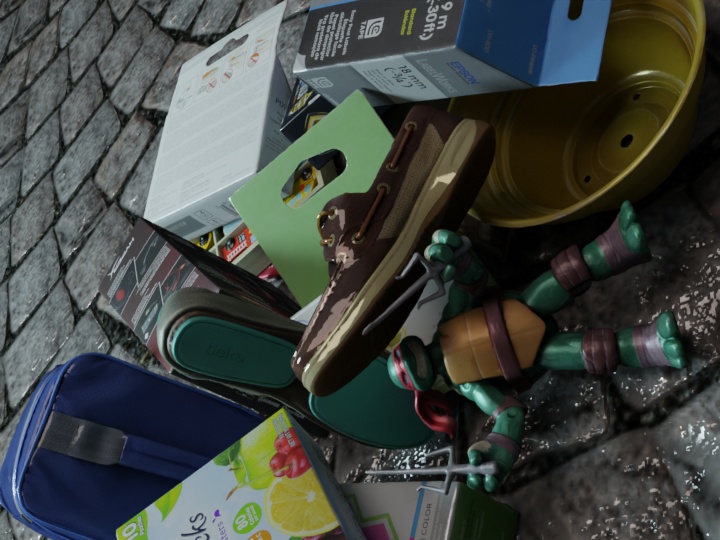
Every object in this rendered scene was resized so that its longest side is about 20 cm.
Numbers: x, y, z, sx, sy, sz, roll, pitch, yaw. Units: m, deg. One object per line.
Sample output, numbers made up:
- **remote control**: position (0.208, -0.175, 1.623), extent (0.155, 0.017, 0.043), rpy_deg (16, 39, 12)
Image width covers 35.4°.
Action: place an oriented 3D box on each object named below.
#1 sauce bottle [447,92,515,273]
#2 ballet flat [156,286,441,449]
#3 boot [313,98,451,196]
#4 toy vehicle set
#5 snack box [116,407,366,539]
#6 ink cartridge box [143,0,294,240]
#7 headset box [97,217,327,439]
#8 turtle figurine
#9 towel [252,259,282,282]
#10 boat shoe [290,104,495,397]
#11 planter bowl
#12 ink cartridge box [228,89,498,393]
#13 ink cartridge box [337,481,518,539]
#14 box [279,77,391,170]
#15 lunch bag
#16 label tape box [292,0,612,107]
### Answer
- **sauce bottle**: position (0.092, -0.096, 0.826), extent (0.065, 0.065, 0.200), rpy_deg (-15, 53, 45)
- **ballet flat**: position (-0.038, 0.059, 0.740), extent (0.067, 0.200, 0.064), rpy_deg (-63, 20, 12)
- **boot**: position (0.039, -0.047, 0.872), extent (0.200, 0.068, 0.131), rpy_deg (-50, 49, 12)
- **toy vehicle set**: position (-0.104, -0.052, 1.030), extent (0.200, 0.027, 0.124), rpy_deg (-40, 42, 23)
- **snack box**: position (-0.063, 0.193, 0.678), extent (0.142, 0.053, 0.200), rpy_deg (-37, 35, 1)
- **ink cartridge box**: position (-0.121, -0.135, 1.047), extent (0.160, 0.047, 0.200), rpy_deg (-21, 49, 39)
- **headset box**: position (-0.100, 0.046, 0.883), extent (0.075, 0.149, 0.200), rpy_deg (-59, 35, 2)
- **turtle figurine**: position (0.082, 0.041, 0.670), extent (0.200, 0.150, 0.101), rpy_deg (-21, 6, 13)
- **towel**: position (-0.081, -0.075, 1.058), extent (0.145, 0.022, 0.200), rpy_deg (-14, 57, 43)
- **boat shoe**: position (0.007, -0.018, 0.687), extent (0.072, 0.072, 0.200), rpy_deg (27, 75, 18)
- **planter bowl**: position (0.154, -0.101, 0.734), extent (0.200, 0.083, 0.201), rpy_deg (-30, 45, 34)
- **ink cartridge box**: position (0.000, 0.000, 0.775), extent (0.145, 0.200, 0.048), rpy_deg (-36, 1, 31)
- **ink cartridge box**: position (0.001, 0.195, 0.729), extent (0.200, 0.059, 0.104), rpy_deg (-12, 57, 46)
- **box**: position (0.013, -0.174, 0.914), extent (0.159, 0.046, 0.200), rpy_deg (-40, 16, 15)
- **lunch bag**: position (-0.161, 0.151, 0.850), extent (0.132, 0.200, 0.136), rpy_deg (-20, 50, 66)
- **label tape box**: position (0.063, -0.190, 0.743), extent (0.200, 0.063, 0.144), rpy_deg (-1, 68, 38)
